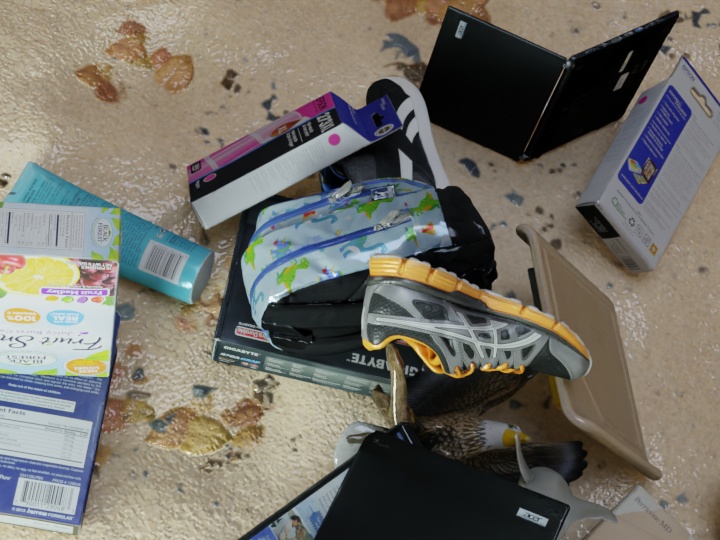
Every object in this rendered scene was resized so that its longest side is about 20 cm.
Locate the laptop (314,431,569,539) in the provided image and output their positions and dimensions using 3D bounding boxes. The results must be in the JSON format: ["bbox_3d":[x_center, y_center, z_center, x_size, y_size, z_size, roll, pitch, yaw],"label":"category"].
[{"bbox_3d":[0.052,0.255,1.222,0.176,0.201,0.103,18,34,29],"label":"laptop"}]

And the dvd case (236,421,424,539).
[{"bbox_3d":[-0.003,0.232,1.277,0.018,0.200,0.143,3,53,-61],"label":"dvd case"}]

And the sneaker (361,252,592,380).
[{"bbox_3d":[0.088,0.052,1.268,0.199,0.078,0.078,21,83,-11],"label":"sneaker"}]

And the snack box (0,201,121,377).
[{"bbox_3d":[-0.265,0.018,1.278,0.141,0.200,0.053,4,60,-10],"label":"snack box"}]

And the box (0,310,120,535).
[{"bbox_3d":[-0.276,0.117,1.356,0.120,0.032,0.201,11,61,-6],"label":"box"}]

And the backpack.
[{"bbox_3d":[0.000,0.000,1.356,0.199,0.163,0.154,-27,65,-7],"label":"backpack"}]

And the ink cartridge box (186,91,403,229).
[{"bbox_3d":[-0.062,-0.109,1.445,0.199,0.037,0.095,-25,25,3],"label":"ink cartridge box"}]

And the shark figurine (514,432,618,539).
[{"bbox_3d":[0.154,0.215,1.245,0.089,0.129,0.215,1,40,11],"label":"shark figurine"}]

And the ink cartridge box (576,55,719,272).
[{"bbox_3d":[0.286,-0.103,1.545,0.095,0.037,0.200,47,62,-24],"label":"ink cartridge box"}]

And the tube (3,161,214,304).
[{"bbox_3d":[-0.230,-0.031,1.438,0.199,0.051,0.078,24,57,7],"label":"tube"}]

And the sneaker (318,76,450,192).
[{"bbox_3d":[0.008,-0.113,1.481,0.111,0.073,0.201,0,44,-21],"label":"sneaker"}]

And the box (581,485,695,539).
[{"bbox_3d":[0.191,0.283,1.334,0.095,0.078,0.200,43,63,13],"label":"box"}]

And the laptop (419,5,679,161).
[{"bbox_3d":[0.172,-0.194,1.523,0.199,0.177,0.104,-25,70,-21],"label":"laptop"}]

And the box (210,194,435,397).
[{"bbox_3d":[-0.023,0.024,1.446,0.199,0.046,0.160,14,61,-4],"label":"box"}]

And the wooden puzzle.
[{"bbox_3d":[0.194,0.076,1.403,0.037,0.185,0.201,-25,58,20],"label":"wooden puzzle"}]

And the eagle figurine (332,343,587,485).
[{"bbox_3d":[0.091,0.135,1.352,0.151,0.153,0.199,35,25,28],"label":"eagle figurine"}]
